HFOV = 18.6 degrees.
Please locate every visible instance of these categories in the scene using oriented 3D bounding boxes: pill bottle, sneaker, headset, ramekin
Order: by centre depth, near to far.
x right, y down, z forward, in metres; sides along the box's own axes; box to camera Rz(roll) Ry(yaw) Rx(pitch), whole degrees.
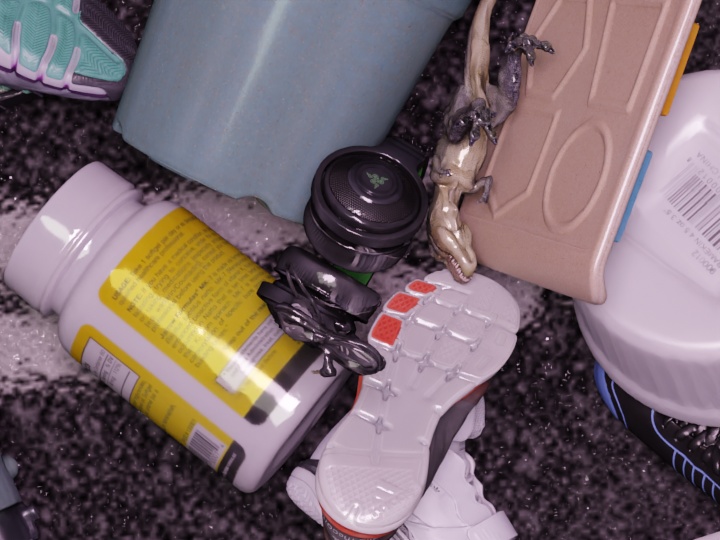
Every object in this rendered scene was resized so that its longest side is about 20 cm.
[{"bbox_3d":[0.000,0.000,1.225,0.094,0.200,0.124,30,114,7],"label":"headset"},{"bbox_3d":[0.024,0.083,1.260,0.077,0.082,0.200,29,54,10],"label":"sneaker"},{"bbox_3d":[0.211,-0.018,1.272,0.199,0.098,0.201,-7,67,16],"label":"ramekin"},{"bbox_3d":[0.225,0.106,1.306,0.200,0.078,0.070,37,91,6],"label":"sneaker"},{"bbox_3d":[0.064,0.136,1.320,0.199,0.075,0.115,30,92,9],"label":"sneaker"},{"bbox_3d":[-0.109,0.031,1.324,0.200,0.114,0.114,38,91,6],"label":"pill bottle"},{"bbox_3d":[-0.235,-0.142,1.343,0.199,0.088,0.075,21,54,-12],"label":"sneaker"}]

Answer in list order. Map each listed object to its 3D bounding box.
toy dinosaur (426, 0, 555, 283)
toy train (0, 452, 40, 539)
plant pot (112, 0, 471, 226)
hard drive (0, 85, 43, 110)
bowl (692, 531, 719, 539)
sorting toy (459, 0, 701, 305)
[{"bbox_3d":[0.071,-0.097,1.271,0.047,0.088,0.201,17,77,-11],"label":"toy dinosaur"},{"bbox_3d":[-0.277,0.109,1.354,0.114,0.085,0.201,-24,85,-6],"label":"toy train"},{"bbox_3d":[-0.043,-0.142,1.297,0.200,0.200,0.197,26,97,6],"label":"plant pot"},{"bbox_3d":[-0.314,-0.148,1.391,0.199,0.038,0.140,-18,85,5],"label":"hard drive"},{"bbox_3d":[0.219,0.257,1.261,0.199,0.075,0.201,-19,111,10],"label":"bowl"},{"bbox_3d":[0.126,-0.089,1.245,0.036,0.185,0.201,15,93,-22],"label":"sorting toy"}]
